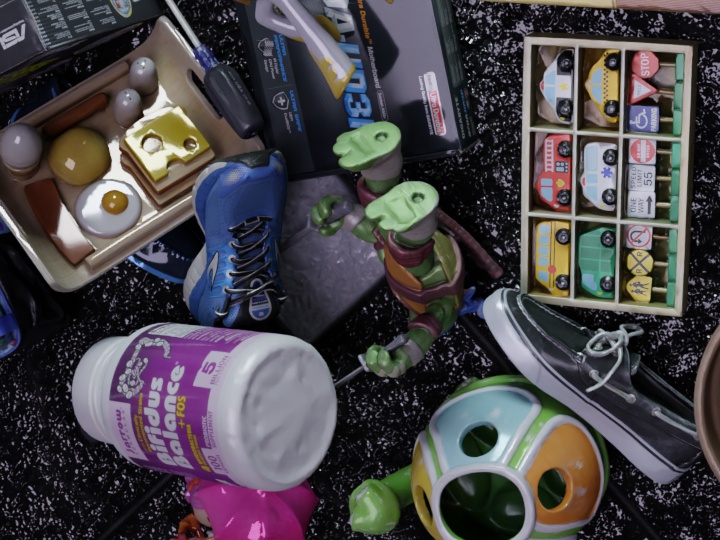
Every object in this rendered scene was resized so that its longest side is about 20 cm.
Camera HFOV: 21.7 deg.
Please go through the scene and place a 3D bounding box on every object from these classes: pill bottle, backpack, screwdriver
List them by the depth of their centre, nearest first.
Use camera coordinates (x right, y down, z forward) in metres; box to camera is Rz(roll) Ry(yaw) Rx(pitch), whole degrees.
[{"bbox_3d":[-0.122,0.097,1.389,0.199,0.112,0.113,3,107,44],"label":"pill bottle"},{"bbox_3d":[-0.135,-0.182,1.438,0.200,0.029,0.028,53,156,15],"label":"screwdriver"},{"bbox_3d":[-0.359,-0.007,1.534,0.182,0.134,0.201,-23,93,23],"label":"backpack"}]

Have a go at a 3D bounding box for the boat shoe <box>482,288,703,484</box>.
[{"bbox_3d":[0.180,0.073,1.383,0.199,0.074,0.068,43,118,-2],"label":"boat shoe"}]

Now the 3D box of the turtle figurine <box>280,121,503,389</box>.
[{"bbox_3d":[0.000,0.000,1.374,0.198,0.145,0.195,5,142,10],"label":"turtle figurine"}]

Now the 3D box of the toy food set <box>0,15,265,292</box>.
[{"bbox_3d":[-0.190,-0.092,1.419,0.199,0.061,0.144,-34,74,-18],"label":"toy food set"}]

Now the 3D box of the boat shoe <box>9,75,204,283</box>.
[{"bbox_3d":[-0.195,-0.073,1.483,0.200,0.084,0.069,41,113,3],"label":"boat shoe"}]

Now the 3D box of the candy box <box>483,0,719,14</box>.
[{"bbox_3d":[0.183,-0.243,1.313,0.198,0.056,0.118,7,107,19],"label":"candy box"}]

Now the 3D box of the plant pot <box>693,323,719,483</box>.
[{"bbox_3d":[0.341,0.086,1.326,0.199,0.093,0.203,5,106,18],"label":"plant pot"}]

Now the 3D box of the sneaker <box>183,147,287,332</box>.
[{"bbox_3d":[-0.083,-0.009,1.415,0.201,0.078,0.089,100,149,-46],"label":"sneaker"}]

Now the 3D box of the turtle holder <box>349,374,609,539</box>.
[{"bbox_3d":[0.090,0.151,1.413,0.184,0.132,0.142,16,110,15],"label":"turtle holder"}]

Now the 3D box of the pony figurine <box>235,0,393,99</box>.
[{"bbox_3d":[-0.058,-0.245,1.313,0.199,0.167,0.194,30,119,-4],"label":"pony figurine"}]

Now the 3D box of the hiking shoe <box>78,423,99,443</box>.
[{"bbox_3d":[-0.135,0.136,1.522,0.198,0.076,0.102,-9,98,21],"label":"hiking shoe"}]

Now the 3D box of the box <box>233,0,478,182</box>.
[{"bbox_3d":[-0.009,-0.176,1.405,0.158,0.046,0.202,-7,102,22],"label":"box"}]

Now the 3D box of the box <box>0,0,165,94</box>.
[{"bbox_3d":[-0.259,-0.169,1.414,0.159,0.200,0.045,-22,97,23],"label":"box"}]

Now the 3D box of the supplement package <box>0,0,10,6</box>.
[{"bbox_3d":[-0.335,-0.281,1.425,0.190,0.147,0.202,-21,87,24],"label":"supplement package"}]

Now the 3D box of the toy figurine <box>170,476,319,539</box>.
[{"bbox_3d":[-0.092,0.216,1.481,0.199,0.150,0.186,17,124,41],"label":"toy figurine"}]

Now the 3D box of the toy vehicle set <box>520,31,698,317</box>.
[{"bbox_3d":[0.181,-0.071,1.376,0.123,0.027,0.202,4,106,19],"label":"toy vehicle set"}]
